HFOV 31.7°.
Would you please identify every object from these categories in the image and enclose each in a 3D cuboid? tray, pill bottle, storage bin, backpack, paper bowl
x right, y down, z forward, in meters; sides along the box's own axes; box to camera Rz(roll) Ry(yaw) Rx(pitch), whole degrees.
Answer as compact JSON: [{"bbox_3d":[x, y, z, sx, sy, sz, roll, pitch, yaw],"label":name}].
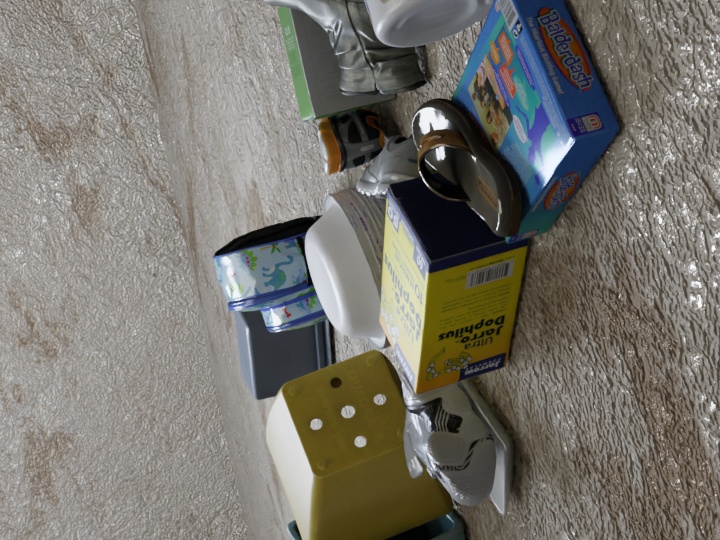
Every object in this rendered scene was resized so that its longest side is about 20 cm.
[{"bbox_3d":[0.128,0.173,1.440,0.201,0.022,0.109,-124,25,-51],"label":"tray"},{"bbox_3d":[0.040,-0.316,1.130,0.120,0.118,0.203,130,124,-71],"label":"pill bottle"},{"bbox_3d":[-0.133,0.108,2.080,0.146,0.132,0.202,-123,25,-48],"label":"storage bin"},{"bbox_3d":[-0.093,0.005,1.742,0.183,0.197,0.149,168,87,-74],"label":"backpack"},{"bbox_3d":[0.000,0.000,1.561,0.201,0.103,0.203,159,90,-76],"label":"paper bowl"}]

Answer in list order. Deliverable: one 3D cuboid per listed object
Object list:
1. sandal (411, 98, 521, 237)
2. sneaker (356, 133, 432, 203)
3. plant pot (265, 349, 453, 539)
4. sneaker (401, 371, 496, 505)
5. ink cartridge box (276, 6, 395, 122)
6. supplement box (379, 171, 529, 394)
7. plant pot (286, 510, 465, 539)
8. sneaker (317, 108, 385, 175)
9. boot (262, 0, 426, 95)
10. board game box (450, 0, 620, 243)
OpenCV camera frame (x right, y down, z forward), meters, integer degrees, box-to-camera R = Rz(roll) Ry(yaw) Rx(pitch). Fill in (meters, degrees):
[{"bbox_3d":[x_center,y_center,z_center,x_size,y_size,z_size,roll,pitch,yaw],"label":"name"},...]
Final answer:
[{"bbox_3d":[0.083,-0.090,1.138,0.201,0.054,0.083,-121,21,-48],"label":"sandal"},{"bbox_3d":[0.050,-0.112,1.416,0.200,0.074,0.083,-161,92,-77],"label":"sneaker"},{"bbox_3d":[-0.010,0.216,1.587,0.177,0.197,0.202,81,166,-57],"label":"plant pot"},{"bbox_3d":[0.098,0.203,1.405,0.201,0.074,0.116,-114,16,-48],"label":"sneaker"},{"bbox_3d":[-0.035,-0.282,1.455,0.059,0.102,0.203,-174,70,-72],"label":"ink cartridge box"},{"bbox_3d":[0.089,0.010,1.269,0.202,0.108,0.110,92,157,-47],"label":"supplement box"},{"bbox_3d":[0.042,0.421,1.687,0.196,0.193,0.203,37,148,65],"label":"plant pot"},{"bbox_3d":[-0.011,-0.169,1.538,0.201,0.076,0.079,-95,-7,-64],"label":"sneaker"},{"bbox_3d":[-0.024,-0.251,1.361,0.197,0.068,0.133,10,117,31],"label":"boot"},{"bbox_3d":[0.141,-0.134,1.073,0.200,0.044,0.154,114,138,-67],"label":"board game box"}]
